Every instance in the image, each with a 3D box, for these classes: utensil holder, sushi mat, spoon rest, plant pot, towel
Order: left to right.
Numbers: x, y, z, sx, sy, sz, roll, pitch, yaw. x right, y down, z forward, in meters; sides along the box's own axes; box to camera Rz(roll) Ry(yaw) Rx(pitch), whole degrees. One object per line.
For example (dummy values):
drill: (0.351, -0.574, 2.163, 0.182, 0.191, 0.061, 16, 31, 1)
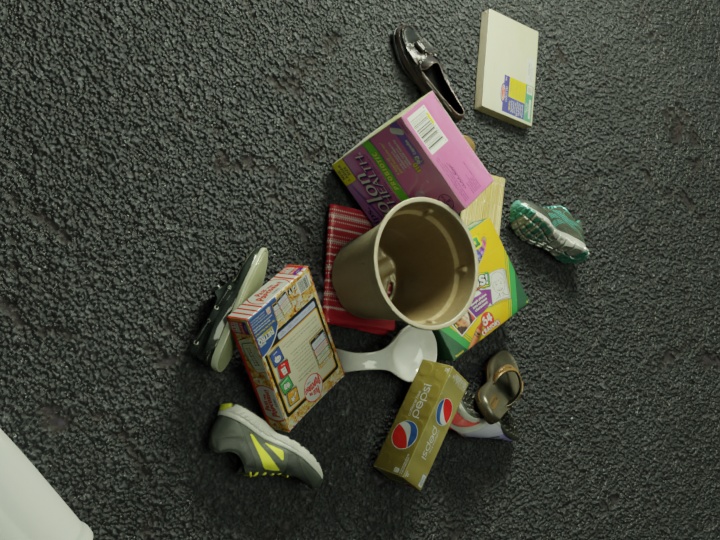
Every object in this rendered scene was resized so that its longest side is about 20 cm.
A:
utensil holder: (-0.455, 0.306, 1.241, 0.170, 0.169, 0.201, -45, 105, -31)
towel: (0.000, 0.000, 1.700, 0.143, 0.022, 0.203, 11, 76, -34)
spoon rest: (0.052, 0.142, 1.687, 0.198, 0.060, 0.101, -5, 95, -34)
plant pot: (0.054, 0.000, 1.611, 0.198, 0.183, 0.203, 5, 80, -33)
sushi mat: (0.220, -0.088, 1.875, 0.095, 0.012, 0.203, 18, 73, -33)

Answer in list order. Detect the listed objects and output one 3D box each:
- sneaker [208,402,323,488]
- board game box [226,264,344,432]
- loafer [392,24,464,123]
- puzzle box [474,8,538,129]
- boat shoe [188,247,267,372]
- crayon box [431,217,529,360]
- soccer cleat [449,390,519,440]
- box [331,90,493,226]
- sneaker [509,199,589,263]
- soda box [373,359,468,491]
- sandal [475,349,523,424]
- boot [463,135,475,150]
sneaker: (-0.146, 0.280, 1.529, 0.199, 0.074, 0.085, 37, 69, -15)
board game box: (-0.109, 0.117, 1.542, 0.151, 0.046, 0.202, -41, 124, -41)
loafer: (0.128, -0.353, 1.823, 0.072, 0.063, 0.202, -35, 103, -34)
puzzle box: (0.281, -0.386, 1.960, 0.132, 0.025, 0.203, 16, 74, -33)
boat shoe: (-0.199, 0.049, 1.527, 0.065, 0.075, 0.202, 17, 76, 13)
crayon box: (0.182, 0.032, 1.790, 0.199, 0.058, 0.174, -33, 103, -28)
soccer cleat: (0.207, 0.265, 1.787, 0.199, 0.073, 0.069, 26, 36, -46)
box: (0.082, -0.159, 1.659, 0.177, 0.199, 0.097, 54, 51, -8)
sneaker: (0.358, -0.091, 1.950, 0.199, 0.077, 0.092, 32, 50, -31)
soda box: (0.101, 0.252, 1.680, 0.064, 0.067, 0.202, 45, 65, -43)
sandal: (0.251, 0.199, 1.784, 0.082, 0.054, 0.200, 55, 28, -3)
boot: (0.154, -0.179, 1.808, 0.200, 0.075, 0.074, -44, 105, -33)
